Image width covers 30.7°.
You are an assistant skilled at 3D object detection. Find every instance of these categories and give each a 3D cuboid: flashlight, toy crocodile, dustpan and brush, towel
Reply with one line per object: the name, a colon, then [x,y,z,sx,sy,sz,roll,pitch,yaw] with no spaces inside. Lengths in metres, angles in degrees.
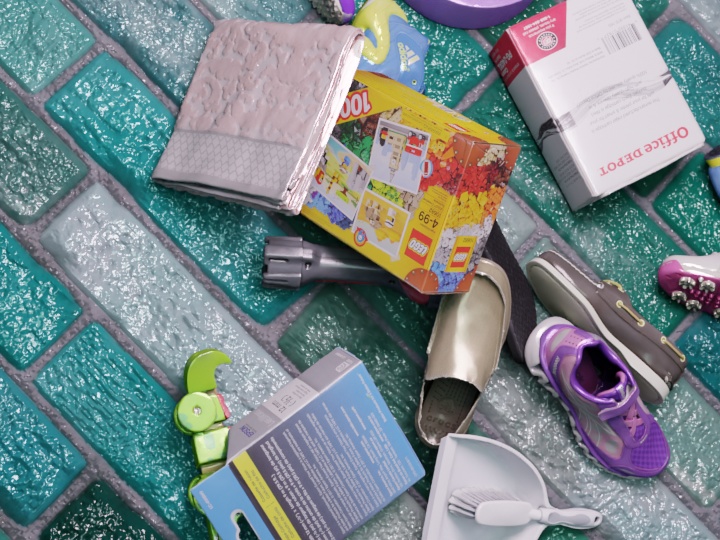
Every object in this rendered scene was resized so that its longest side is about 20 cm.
flashlight: [0.000,0.000,1.324,0.198,0.068,0.068,3,112,-5]
toy crocodile: [-0.140,0.176,1.261,0.061,0.068,0.202,-9,81,-13]
dustpan and brush: [0.158,0.239,1.302,0.199,0.057,0.141,9,92,-39]
towel: [-0.104,-0.157,1.282,0.032,0.199,0.193,34,74,-49]

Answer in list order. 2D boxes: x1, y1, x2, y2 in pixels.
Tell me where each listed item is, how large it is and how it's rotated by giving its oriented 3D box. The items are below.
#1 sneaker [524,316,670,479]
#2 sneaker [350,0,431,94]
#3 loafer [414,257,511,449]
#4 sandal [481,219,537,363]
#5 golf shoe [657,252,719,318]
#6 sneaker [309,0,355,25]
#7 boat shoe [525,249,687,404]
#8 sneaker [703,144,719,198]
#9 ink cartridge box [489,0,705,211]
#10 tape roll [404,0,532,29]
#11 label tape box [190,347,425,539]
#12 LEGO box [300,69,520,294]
sneaker: [0.250,0.133,1.316,0.080,0.088,0.201,-45,104,-20]
sneaker: [0.009,-0.185,1.351,0.104,0.076,0.201,30,75,-4]
loafer: [0.101,0.088,1.283,0.075,0.068,0.202,12,103,3]
sandal: [0.130,0.003,1.334,0.202,0.045,0.075,66,31,-17]
golf shoe: [0.409,0.004,1.397,0.198,0.075,0.092,12,62,-10]
sneaker: [-0.022,-0.362,1.382,0.099,0.070,0.202,-16,83,-15]
boat shoe: [0.255,0.048,1.356,0.201,0.072,0.061,46,71,-6]
sneaker: [0.467,-0.132,1.432,0.199,0.066,0.079,-30,97,-13]
ink cartridge box: [0.249,-0.183,1.389,0.144,0.083,0.201,-26,85,-14]
tape roll: [0.118,-0.366,1.410,0.198,0.066,0.203,2,80,-9]
label tape box: [-0.055,0.191,1.248,0.199,0.066,0.144,-35,113,-13]
LEGO box: [0.037,-0.089,1.253,0.077,0.199,0.150,0,115,-46]
